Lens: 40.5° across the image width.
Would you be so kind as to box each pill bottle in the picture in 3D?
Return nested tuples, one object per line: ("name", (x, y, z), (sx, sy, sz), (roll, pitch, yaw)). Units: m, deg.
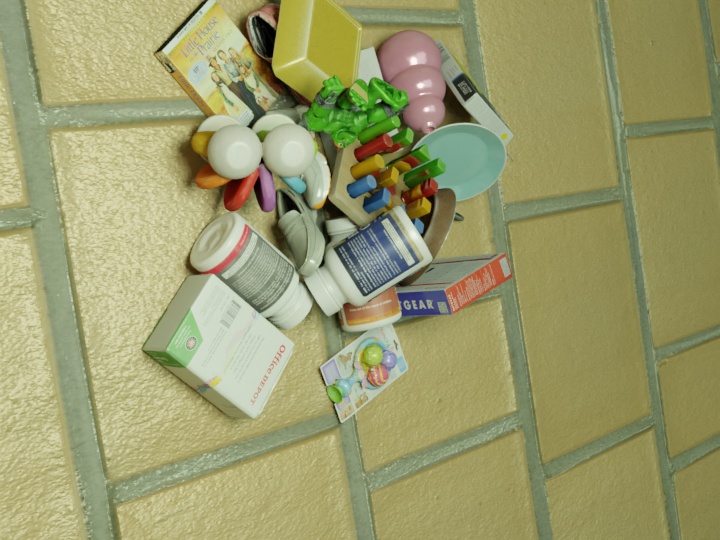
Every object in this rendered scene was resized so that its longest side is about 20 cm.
("pill bottle", (0.009, -0.011, 1.619), (0.200, 0.111, 0.111), (-32, 112, 1))
("pill bottle", (-0.170, 0.007, 1.581), (0.200, 0.110, 0.111), (43, 60, -30))
("pill bottle", (0.000, 0.000, 1.731), (0.112, 0.112, 0.201), (-19, 99, -41))

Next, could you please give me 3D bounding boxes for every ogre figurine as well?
("ogre figurine", (-0.017, -0.266, 1.608), (0.098, 0.120, 0.200), (56, 37, -1))

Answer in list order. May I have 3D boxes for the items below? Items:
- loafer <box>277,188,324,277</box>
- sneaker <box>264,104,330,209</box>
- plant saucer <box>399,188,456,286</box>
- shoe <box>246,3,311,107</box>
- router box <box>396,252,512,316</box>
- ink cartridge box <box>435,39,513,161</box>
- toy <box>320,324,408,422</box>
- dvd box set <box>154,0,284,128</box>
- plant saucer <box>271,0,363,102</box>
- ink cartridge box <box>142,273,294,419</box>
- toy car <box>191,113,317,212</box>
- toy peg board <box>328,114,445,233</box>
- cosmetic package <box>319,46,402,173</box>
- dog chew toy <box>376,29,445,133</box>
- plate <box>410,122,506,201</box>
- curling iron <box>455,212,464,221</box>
("loafer", (-0.106, -0.066, 1.626), (0.070, 0.070, 0.200), (23, 30, -28))
("sneaker", (-0.115, -0.189, 1.657), (0.092, 0.076, 0.201), (-6, 63, -26))
("plant saucer", (0.106, -0.068, 1.784), (0.034, 0.200, 0.201), (27, 68, -18))
("shoe", (-0.126, -0.355, 1.660), (0.201, 0.071, 0.091), (62, 26, -12))
("router box", (0.148, 0.027, 1.803), (0.179, 0.200, 0.049), (-28, 105, -38))
("ink cartridge box", (0.226, -0.332, 1.907), (0.200, 0.047, 0.198), (35, 20, -43))
("toy", (0.021, 0.179, 1.778), (0.200, 0.047, 0.116), (-32, 109, -38))
("dvd box set", (-0.228, -0.328, 1.611), (0.200, 0.029, 0.147), (51, 57, -27))
("plant saucer", (-0.060, -0.383, 1.656), (0.200, 0.048, 0.201), (29, 61, -50))
("ink cartridge box", (-0.220, 0.122, 1.543), (0.200, 0.087, 0.146), (43, 62, -29))
("toy car", (-0.166, -0.165, 1.539), (0.199, 0.175, 0.151), (-4, 107, -17))
("toy peg board", (0.058, -0.159, 1.703), (0.200, 0.098, 0.200), (39, 44, -32))
("cosmetic package", (-0.014, -0.294, 1.784), (0.151, 0.052, 0.201), (-26, 104, -42))
("dog chew toy", (0.102, -0.347, 1.819), (0.124, 0.124, 0.201), (7, 61, -41))
("plate", (0.182, -0.211, 1.879), (0.200, 0.200, 0.026), (31, 35, -36))
("curling iron", (0.133, -0.124, 1.914), (0.200, 0.026, 0.050), (17, 38, -43))
